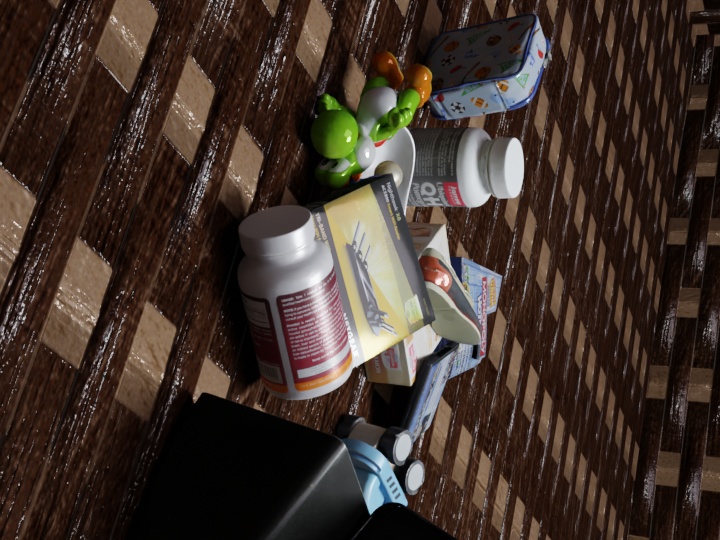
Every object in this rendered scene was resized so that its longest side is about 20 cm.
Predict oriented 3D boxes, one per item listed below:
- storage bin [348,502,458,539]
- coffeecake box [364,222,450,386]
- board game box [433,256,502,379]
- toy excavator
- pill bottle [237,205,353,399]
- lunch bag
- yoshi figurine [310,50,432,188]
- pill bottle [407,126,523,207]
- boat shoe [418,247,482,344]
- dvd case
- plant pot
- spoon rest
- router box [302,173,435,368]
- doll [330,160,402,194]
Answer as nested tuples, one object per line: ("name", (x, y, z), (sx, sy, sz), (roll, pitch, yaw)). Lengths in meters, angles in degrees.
("storage bin", (0.023, 0.347, 1.157), (0.200, 0.134, 0.094), (-45, 134, -21))
("coffeecake box", (0.067, 0.045, 1.706), (0.200, 0.072, 0.156), (-50, 137, -53))
("board game box", (0.177, 0.070, 1.959), (0.199, 0.061, 0.204), (-12, 103, -63))
("toy excavator", (-0.001, 0.326, 1.584), (0.201, 0.099, 0.196), (-53, 137, -31))
("pill bottle", (-0.077, 0.035, 1.352), (0.113, 0.111, 0.203), (-50, 136, -52))
("lunch bag", (0.192, -0.312, 1.800), (0.076, 0.197, 0.162), (53, 45, -40))
("yoshi figurine", (0.004, -0.198, 1.504), (0.112, 0.112, 0.201), (41, 66, -12))
("pill bottle", (0.125, -0.145, 1.669), (0.110, 0.197, 0.113), (-9, 100, -63))
("boat shoe", (0.125, 0.043, 1.672), (0.200, 0.070, 0.064), (50, 46, -50))
("dvd case", (0.098, 0.185, 1.757), (0.200, 0.017, 0.145), (-17, 127, -73))
("plant pot", (-0.115, 0.278, 1.216), (0.178, 0.197, 0.202), (-49, 137, -35))
("spoon rest", (0.034, -0.110, 1.620), (0.061, 0.098, 0.203), (-132, -150, -59))
("router box", (0.000, 0.000, 1.478), (0.156, 0.052, 0.203), (-28, 106, -37))
("doll", (0.006, -0.054, 1.551), (0.136, 0.048, 0.203), (36, 66, -34))
